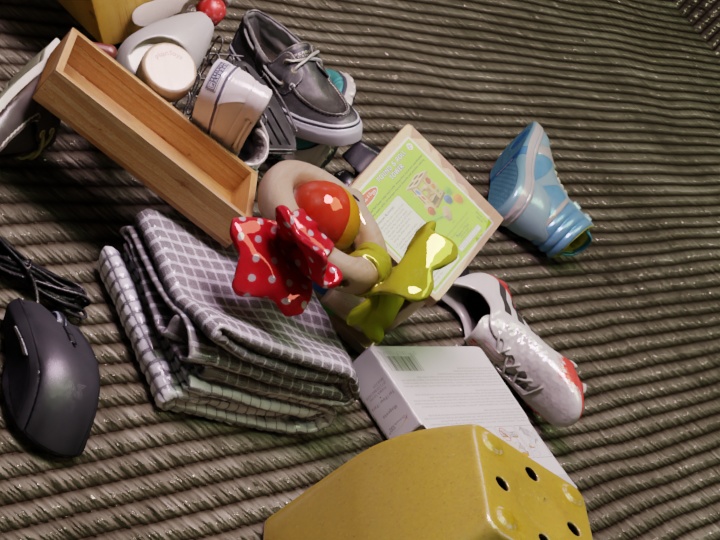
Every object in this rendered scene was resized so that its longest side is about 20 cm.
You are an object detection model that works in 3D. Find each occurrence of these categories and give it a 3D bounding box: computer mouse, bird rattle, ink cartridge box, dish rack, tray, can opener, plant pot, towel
[{"bbox_3d":[-0.245,0.039,1.458,0.140,0.046,0.200,33,27,-28],"label":"computer mouse"},{"bbox_3d":[-0.033,-0.021,1.640,0.199,0.113,0.163,12,39,-35],"label":"bird rattle"},{"bbox_3d":[0.094,0.147,1.838,0.200,0.044,0.174,4,48,-57],"label":"ink cartridge box"},{"bbox_3d":[-0.150,-0.169,1.881,0.199,0.055,0.154,0,48,-37],"label":"dish rack"},{"bbox_3d":[-0.174,-0.108,1.642,0.200,0.037,0.099,38,21,-17],"label":"tray"},{"bbox_3d":[0.042,-0.046,2.039,0.200,0.079,0.063,43,14,-29],"label":"can opener"},{"bbox_3d":[0.067,0.232,1.470,0.195,0.200,0.195,35,26,-25],"label":"plant pot"},{"bbox_3d":[-0.104,0.039,1.639,0.200,0.086,0.166,18,35,-46],"label":"towel"}]

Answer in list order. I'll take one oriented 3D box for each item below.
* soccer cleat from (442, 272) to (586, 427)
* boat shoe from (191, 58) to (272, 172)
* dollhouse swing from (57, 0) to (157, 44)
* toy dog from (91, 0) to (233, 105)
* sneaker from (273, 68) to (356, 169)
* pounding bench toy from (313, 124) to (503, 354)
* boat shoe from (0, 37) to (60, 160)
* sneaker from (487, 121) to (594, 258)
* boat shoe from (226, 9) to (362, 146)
[{"bbox_3d":[0.151,0.080,2.016,0.085,0.069,0.200,3,44,-45],"label":"soccer cleat"},{"bbox_3d":[-0.111,-0.111,1.751,0.065,0.200,0.072,25,58,4],"label":"boat shoe"},{"bbox_3d":[-0.227,-0.334,1.849,0.200,0.175,0.182,45,-22,33],"label":"dollhouse swing"},{"bbox_3d":[-0.175,-0.217,1.753,0.096,0.132,0.200,32,39,-11],"label":"toy dog"},{"bbox_3d":[-0.055,-0.162,2.054,0.079,0.078,0.200,31,26,-9],"label":"sneaker"},{"bbox_3d":[0.000,0.000,1.808,0.124,0.156,0.200,44,52,-5],"label":"pounding bench toy"},{"bbox_3d":[-0.271,-0.128,1.645,0.061,0.072,0.201,48,28,-13],"label":"boat shoe"},{"bbox_3d":[0.220,-0.085,2.367,0.130,0.080,0.200,37,35,-13],"label":"sneaker"},{"bbox_3d":[-0.069,-0.193,1.982,0.072,0.071,0.200,-18,44,-37],"label":"boat shoe"}]
